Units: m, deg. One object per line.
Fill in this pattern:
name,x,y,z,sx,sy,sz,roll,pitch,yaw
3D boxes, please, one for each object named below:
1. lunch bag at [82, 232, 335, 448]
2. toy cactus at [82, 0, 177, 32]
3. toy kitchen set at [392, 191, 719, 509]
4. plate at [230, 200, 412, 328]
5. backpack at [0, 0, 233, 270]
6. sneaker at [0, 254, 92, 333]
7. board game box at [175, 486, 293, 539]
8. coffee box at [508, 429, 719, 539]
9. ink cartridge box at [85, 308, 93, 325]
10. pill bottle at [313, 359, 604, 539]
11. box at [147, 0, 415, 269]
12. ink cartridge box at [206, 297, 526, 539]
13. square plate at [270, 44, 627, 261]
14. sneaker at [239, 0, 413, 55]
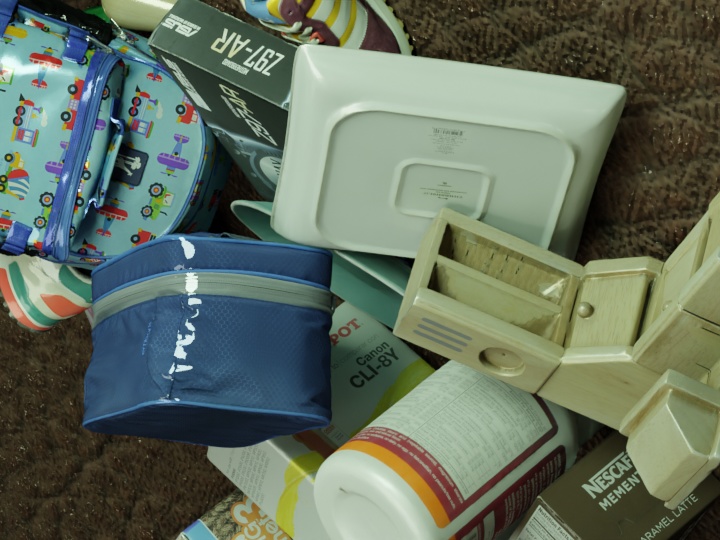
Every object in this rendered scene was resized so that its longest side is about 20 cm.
lunch bag,-0.103,0.041,1.678,0.200,0.136,0.133,-19,66,61
toy cactus,-0.192,-0.208,1.805,0.165,0.102,0.200,18,134,16
toy kitchen set,0.131,0.029,1.467,0.180,0.163,0.200,23,146,-7
plate,0.000,0.000,1.732,0.200,0.026,0.200,33,172,5
backpack,-0.190,-0.084,1.735,0.199,0.183,0.135,21,-175,-4
sneaker,-0.238,-0.059,1.844,0.093,0.070,0.200,-21,88,27
board game box,-0.056,0.207,1.894,0.097,0.200,0.160,48,146,8
coffee box,0.152,0.196,1.702,0.080,0.114,0.200,45,145,14
ink cartridge box,-0.213,-0.035,1.924,0.200,0.043,0.197,-175,63,-79
pill bottle,0.073,0.117,1.647,0.109,0.200,0.110,32,141,30
box,-0.036,-0.087,1.669,0.160,0.044,0.200,28,164,34
ink cartridge box,0.009,0.137,1.797,0.200,0.145,0.084,41,145,19
square plate,0.049,-0.059,1.552,0.199,0.029,0.198,7,147,-3
sneaker,-0.032,-0.166,1.620,0.075,0.090,0.200,3,122,50
